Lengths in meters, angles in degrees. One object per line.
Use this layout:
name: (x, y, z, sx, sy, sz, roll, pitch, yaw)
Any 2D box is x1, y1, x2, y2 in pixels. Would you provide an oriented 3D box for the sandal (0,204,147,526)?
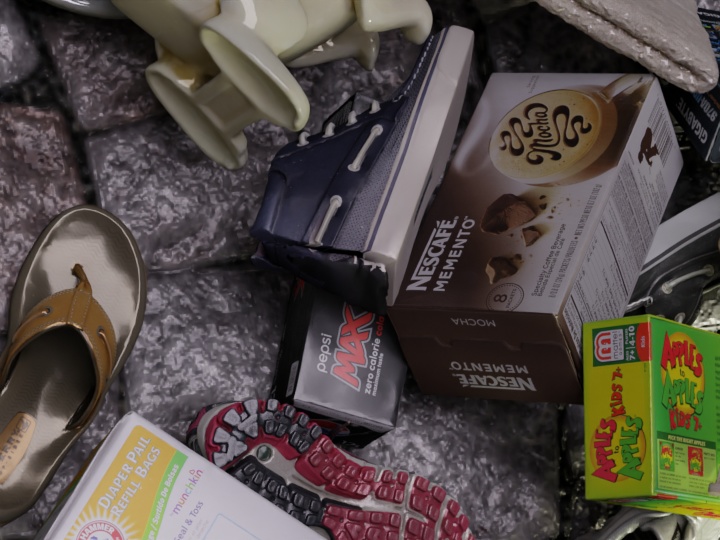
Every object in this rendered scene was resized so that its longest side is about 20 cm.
sandal: (-0.177, 0.053, 1.471, 0.080, 0.054, 0.201, 28, 68, -9)

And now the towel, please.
towel: (0.129, -0.185, 1.552, 0.199, 0.035, 0.133, 29, 27, -20)

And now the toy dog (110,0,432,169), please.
toy dog: (-0.046, -0.187, 1.508, 0.194, 0.140, 0.200, 44, 64, 0)

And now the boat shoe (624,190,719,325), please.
boat shoe: (0.186, 0.010, 1.600, 0.199, 0.071, 0.064, -30, 85, -25)

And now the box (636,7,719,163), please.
box: (0.291, -0.108, 1.630, 0.199, 0.159, 0.046, 8, 116, -17)

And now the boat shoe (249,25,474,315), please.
boat shoe: (0.001, -0.073, 1.494, 0.092, 0.075, 0.201, 16, 54, 8)

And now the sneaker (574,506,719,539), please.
sneaker: (0.188, 0.151, 1.556, 0.075, 0.081, 0.200, 44, 65, -1)

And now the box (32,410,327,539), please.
box: (-0.085, 0.182, 1.434, 0.199, 0.112, 0.102, 34, 68, -6)

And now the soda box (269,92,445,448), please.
soda box: (0.000, 0.000, 1.543, 0.070, 0.063, 0.201, 16, 71, -14)

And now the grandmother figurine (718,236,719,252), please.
grandmother figurine: (0.284, -0.041, 1.612, 0.122, 0.060, 0.200, 56, 31, -9)

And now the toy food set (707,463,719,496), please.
toy food set: (0.281, 0.046, 1.441, 0.143, 0.061, 0.201, 6, 62, 17)

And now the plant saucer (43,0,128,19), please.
plant saucer: (-0.159, -0.243, 1.564, 0.199, 0.050, 0.201, 5, 74, -18)

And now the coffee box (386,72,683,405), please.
coffee box: (0.106, -0.022, 1.526, 0.201, 0.112, 0.080, -64, 144, -36)

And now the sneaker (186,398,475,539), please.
sneaker: (-0.014, 0.136, 1.499, 0.200, 0.075, 0.081, 39, 75, -19)

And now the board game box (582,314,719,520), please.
board game box: (0.205, 0.092, 1.500, 0.199, 0.047, 0.102, 14, 72, -50)
